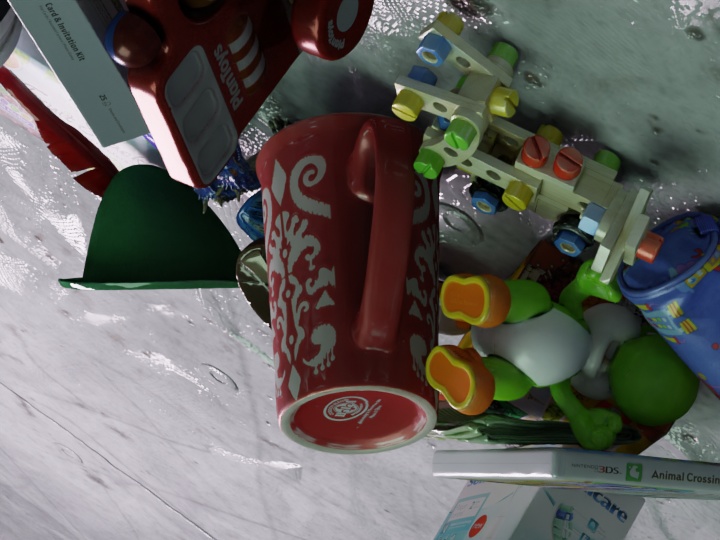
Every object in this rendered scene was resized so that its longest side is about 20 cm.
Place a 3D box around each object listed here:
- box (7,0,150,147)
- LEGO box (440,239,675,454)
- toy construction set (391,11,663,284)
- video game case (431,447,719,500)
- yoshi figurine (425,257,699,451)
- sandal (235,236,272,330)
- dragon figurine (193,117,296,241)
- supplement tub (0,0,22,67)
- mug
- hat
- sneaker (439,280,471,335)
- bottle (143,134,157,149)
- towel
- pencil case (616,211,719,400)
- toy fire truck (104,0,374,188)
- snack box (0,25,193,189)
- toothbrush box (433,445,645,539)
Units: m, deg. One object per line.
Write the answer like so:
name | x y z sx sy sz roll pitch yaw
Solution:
box | -0.177 -0.202 1.282 0.041 0.201 0.156 -16 140 10
LEGO box | 0.151 0.078 1.533 0.148 0.077 0.200 34 158 1
toy construction set | 0.112 -0.069 1.291 0.200 0.092 0.131 40 159 15
video game case | 0.169 0.139 1.404 0.180 0.022 0.200 7 173 -20
yoshi figurine | 0.148 0.057 1.350 0.199 0.113 0.112 8 144 -37
sandal | -0.034 0.043 1.555 0.081 0.055 0.201 -8 130 28
dragon figurine | -0.054 -0.044 1.538 0.059 0.100 0.200 13 150 41
supplement tub | -0.320 -0.231 1.469 0.139 0.141 0.200 27 157 16
mug | -0.011 0.003 1.385 0.132 0.202 0.178 -8 151 11
hat | -0.159 -0.075 1.595 0.199 0.178 0.165 -1 -179 -43
sneaker | 0.018 0.046 1.609 0.075 0.093 0.199 12 177 -37
bottle | -0.120 -0.146 1.466 0.083 0.066 0.200 34 158 4
towel | 0.077 0.107 1.468 0.151 0.024 0.199 5 177 -37
pencil case | 0.255 0.046 1.331 0.200 0.087 0.078 45 -166 -23
toy fire truck | -0.086 -0.164 1.249 0.111 0.169 0.201 22 155 24
snack box | -0.206 -0.128 1.635 0.199 0.053 0.142 32 156 2
toothbrush box | 0.107 0.235 1.548 0.085 0.201 0.146 39 158 -12
